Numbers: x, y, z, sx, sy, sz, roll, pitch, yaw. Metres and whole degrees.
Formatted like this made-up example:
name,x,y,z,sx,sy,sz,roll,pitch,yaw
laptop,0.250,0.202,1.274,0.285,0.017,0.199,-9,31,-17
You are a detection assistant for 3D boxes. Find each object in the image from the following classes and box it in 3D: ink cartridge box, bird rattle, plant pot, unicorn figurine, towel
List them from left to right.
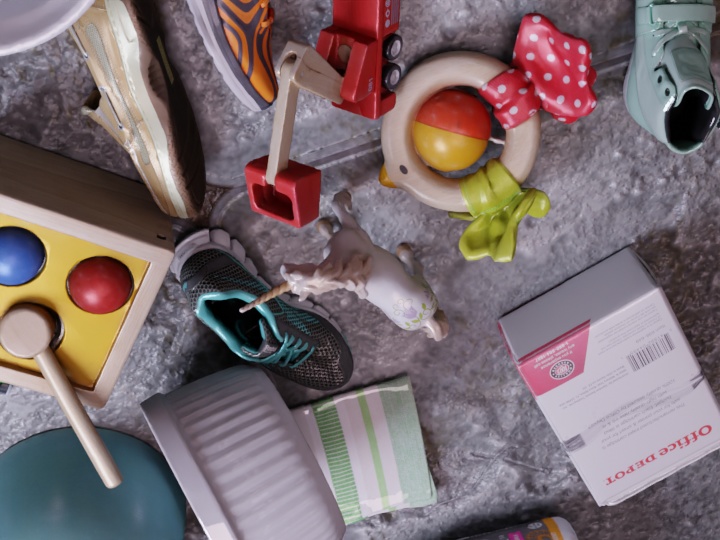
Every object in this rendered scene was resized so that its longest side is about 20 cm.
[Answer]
name,x,y,z,sx,sy,sz,roll,pitch,yaw
plant pot,-0.248,0.266,1.184,0.199,0.161,0.202,-5,120,-9
towel,-0.035,0.188,1.264,0.199,0.023,0.153,-15,121,-2
unicorn figurine,0.000,0.000,1.093,0.199,0.138,0.074,21,114,-22
bird rattle,0.099,-0.111,1.077,0.162,0.113,0.201,13,115,-1
ink cartridge box,0.235,0.101,1.235,0.145,0.085,0.200,-29,120,6

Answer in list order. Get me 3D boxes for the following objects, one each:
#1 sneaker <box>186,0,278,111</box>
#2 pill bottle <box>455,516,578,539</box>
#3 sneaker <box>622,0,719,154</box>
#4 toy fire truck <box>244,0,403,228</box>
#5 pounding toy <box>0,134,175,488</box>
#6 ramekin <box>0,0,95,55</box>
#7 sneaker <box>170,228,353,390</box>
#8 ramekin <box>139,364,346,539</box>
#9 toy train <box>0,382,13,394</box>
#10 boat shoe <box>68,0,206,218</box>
name,x,y,z,sx,sy,sz,roll,pitch,yaw
sneaker,-0.074,-0.218,0.985,0.112,0.078,0.201,-21,122,2
pill bottle,0.120,0.319,1.320,0.199,0.117,0.117,-13,122,-5
sneaker,0.258,-0.191,1.048,0.073,0.118,0.201,-5,120,-7
toy fire truck,-0.026,-0.148,1.004,0.141,0.049,0.201,-36,138,-45
pounding toy,-0.243,0.033,1.058,0.183,0.142,0.201,19,114,-21
ramekin,-0.264,-0.256,0.911,0.199,0.098,0.201,-5,121,-8
sneaker,-0.081,0.054,1.135,0.200,0.091,0.078,37,108,-28
ramekin,-0.094,0.175,1.128,0.105,0.200,0.201,-28,123,-10
toy train,-0.374,0.066,1.112,0.199,0.042,0.057,15,126,-20
boat shoe,-0.177,-0.129,1.030,0.076,0.072,0.201,-10,114,10
